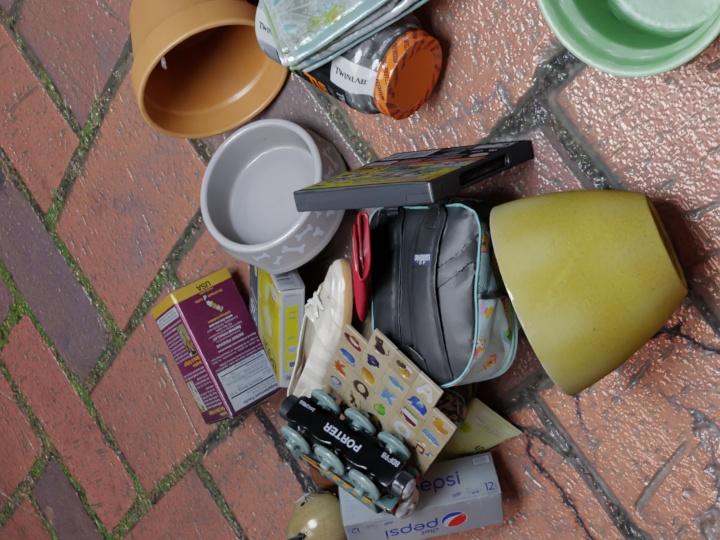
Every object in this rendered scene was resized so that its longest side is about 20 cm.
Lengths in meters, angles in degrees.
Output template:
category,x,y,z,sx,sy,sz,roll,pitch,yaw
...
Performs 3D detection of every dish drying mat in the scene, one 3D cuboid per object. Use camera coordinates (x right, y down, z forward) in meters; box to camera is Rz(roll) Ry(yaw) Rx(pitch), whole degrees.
category,x,y,z,sx,sy,sz,roll,pitch,yaw
dish drying mat,0.000,0.000,1.122,0.200,0.018,0.078,96,170,-75

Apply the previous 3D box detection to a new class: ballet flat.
category,x,y,z,sx,sy,sz,roll,pitch,yaw
ballet flat,0.033,0.152,1.201,0.198,0.076,0.068,22,149,31

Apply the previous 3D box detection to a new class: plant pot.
category,x,y,z,sx,sy,sz,roll,pitch,yaw
plant pot,-0.205,-0.286,1.252,0.141,0.198,0.201,62,140,27
plant pot,0.232,0.002,0.963,0.140,0.200,0.202,-24,92,21

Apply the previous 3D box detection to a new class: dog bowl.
category,x,y,z,sx,sy,sz,roll,pitch,yaw
dog bowl,-0.116,-0.100,1.252,0.197,0.059,0.203,-8,69,22

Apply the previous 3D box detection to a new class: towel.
category,x,y,z,sx,sy,sz,roll,pitch,yaw
towel,-0.020,-0.321,1.038,0.198,0.048,0.173,-28,66,12

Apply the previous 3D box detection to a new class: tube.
category,x,y,z,sx,sy,sz,roll,pitch,yaw
tube,0.114,0.220,1.264,0.200,0.057,0.053,-40,60,45

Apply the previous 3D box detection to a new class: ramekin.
category,x,y,z,sx,sy,sz,roll,pitch,yaw
ramekin,0.254,-0.277,0.853,0.198,0.097,0.203,21,123,36

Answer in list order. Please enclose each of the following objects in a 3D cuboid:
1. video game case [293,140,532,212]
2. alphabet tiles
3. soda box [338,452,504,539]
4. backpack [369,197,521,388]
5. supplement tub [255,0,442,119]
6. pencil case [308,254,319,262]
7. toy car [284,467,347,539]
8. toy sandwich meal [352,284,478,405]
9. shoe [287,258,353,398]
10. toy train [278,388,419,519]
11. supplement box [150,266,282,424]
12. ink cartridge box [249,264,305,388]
category,x,y,z,sx,sy,sz,roll,pitch,yaw
video game case,0.056,-0.102,1.071,0.198,0.180,0.026,0,108,44
alphabet tiles,0.029,0.149,1.129,0.166,0.006,0.201,43,147,14
soda box,0.075,0.288,1.227,0.064,0.197,0.069,-102,-1,-46
backpack,0.099,0.029,1.103,0.174,0.152,0.204,1,86,43
supplement tub,-0.013,-0.256,1.110,0.199,0.122,0.124,35,130,28
pencil case,-0.118,-0.088,1.327,0.199,0.078,0.090,32,143,30
toy car,-0.058,0.322,1.341,0.159,0.199,0.165,54,158,10
toy sandwich meal,0.059,0.102,1.247,0.203,0.070,0.208,21,123,37
shoe,-0.049,0.080,1.232,0.070,0.052,0.203,-121,40,-63
toy train,-0.013,0.219,1.178,0.198,0.085,0.115,28,154,29
supplement box,-0.215,0.115,1.484,0.202,0.102,0.131,64,151,0
ink cartridge box,-0.117,0.065,1.358,0.198,0.046,0.203,-124,34,-57
